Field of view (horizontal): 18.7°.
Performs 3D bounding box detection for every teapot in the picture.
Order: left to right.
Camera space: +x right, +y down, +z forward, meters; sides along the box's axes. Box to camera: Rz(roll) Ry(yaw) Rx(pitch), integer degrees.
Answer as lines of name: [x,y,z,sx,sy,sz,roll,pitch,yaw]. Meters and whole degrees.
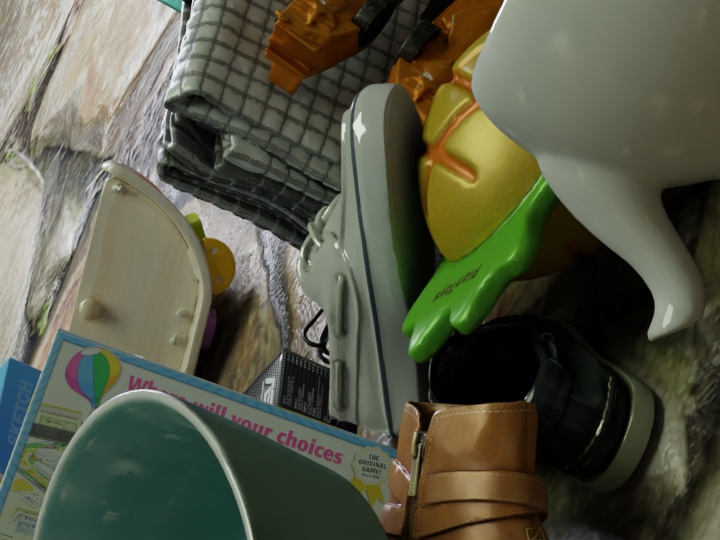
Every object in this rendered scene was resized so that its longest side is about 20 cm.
teapot: [0.148,-0.112,0.882,0.198,0.145,0.201,-54,-8,-47]

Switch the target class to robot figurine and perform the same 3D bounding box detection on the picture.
robot figurine: [0.042,-0.144,1.143,0.200,0.145,0.058,-46,-11,-40]

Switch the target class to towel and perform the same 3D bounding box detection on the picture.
towel: [-0.014,-0.089,1.179,0.086,0.199,0.167,-44,28,48]

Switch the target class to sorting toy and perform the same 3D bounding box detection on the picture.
sorting toy: [-0.154,0.023,1.576,0.180,0.106,0.202,-118,42,-81]

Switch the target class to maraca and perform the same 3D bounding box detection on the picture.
maraca: [0.076,-0.044,1.015,0.201,0.107,0.137,-62,10,-29]

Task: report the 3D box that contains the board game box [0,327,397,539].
board game box: [-0.084,0.127,1.118,0.034,0.198,0.135,123,167,-76]

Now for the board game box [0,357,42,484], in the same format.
board game box: [-0.148,0.161,1.185,0.040,0.152,0.201,-46,28,40]

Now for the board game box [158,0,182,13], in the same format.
board game box: [-0.013,-0.189,1.321,0.153,0.199,0.045,-64,-22,8]

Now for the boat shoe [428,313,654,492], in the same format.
boat shoe: [0.065,0.053,1.015,0.075,0.066,0.199,-66,20,5]

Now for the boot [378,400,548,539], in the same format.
boot: [0.023,0.135,0.958,0.199,0.073,0.156,-10,81,50]

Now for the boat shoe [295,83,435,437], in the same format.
boat shoe: [0.000,0.000,1.074,0.074,0.065,0.201,-62,-28,-55]

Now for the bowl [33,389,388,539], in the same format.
bowl: [-0.052,0.154,0.912,0.200,0.104,0.203,-14,73,54]

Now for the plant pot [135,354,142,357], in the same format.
plant pot: [-0.189,0.145,1.411,0.200,0.027,0.201,-36,31,25]

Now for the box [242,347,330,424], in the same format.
box: [-0.074,0.170,1.270,0.160,0.044,0.201,-48,27,42]

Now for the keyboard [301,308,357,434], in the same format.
keyboard: [-0.011,0.009,1.241,0.105,0.039,0.201,95,-178,-50]
